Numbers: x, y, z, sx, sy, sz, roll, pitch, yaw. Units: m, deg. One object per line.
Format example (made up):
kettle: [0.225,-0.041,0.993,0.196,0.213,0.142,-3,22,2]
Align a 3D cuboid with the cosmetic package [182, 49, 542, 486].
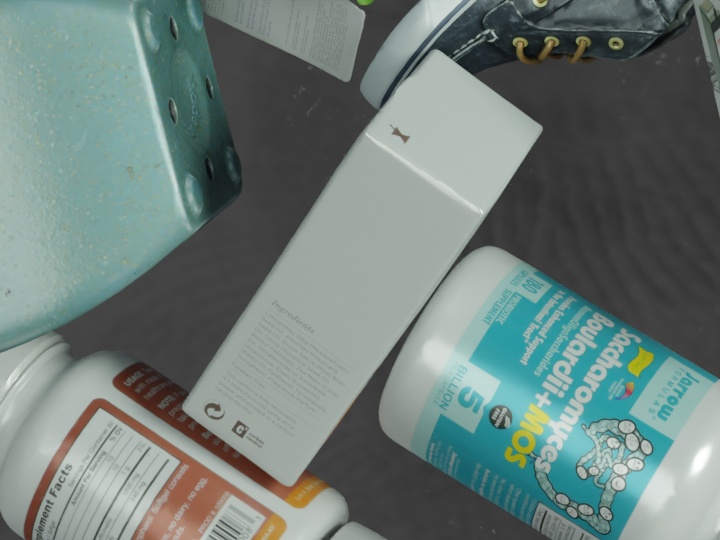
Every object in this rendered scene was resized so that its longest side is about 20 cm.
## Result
cosmetic package: [0.000,0.000,1.386,0.071,0.102,0.200,35,125,2]

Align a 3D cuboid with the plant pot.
plant pot: [-0.173,-0.064,1.417,0.198,0.196,0.198,-12,99,13]

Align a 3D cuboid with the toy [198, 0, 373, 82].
toy: [-0.066,-0.189,1.436,0.199,0.047,0.116,29,123,26]

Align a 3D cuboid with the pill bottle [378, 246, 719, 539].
pill bottle: [0.117,0.081,1.386,0.199,0.111,0.111,30,105,11]

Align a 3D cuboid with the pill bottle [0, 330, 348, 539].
pill bottle: [-0.115,0.113,1.465,0.199,0.112,0.113,33,106,12]

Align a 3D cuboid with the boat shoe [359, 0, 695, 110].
boat shoe: [0.094,-0.124,1.386,0.200,0.071,0.091,-41,83,17]

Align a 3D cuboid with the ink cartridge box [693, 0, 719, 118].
ink cartridge box: [0.241,-0.096,1.311,0.144,0.084,0.202,-13,92,-6]

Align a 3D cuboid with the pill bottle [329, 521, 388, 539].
pill bottle: [0.057,0.217,1.420,0.199,0.116,0.116,30,105,12]
